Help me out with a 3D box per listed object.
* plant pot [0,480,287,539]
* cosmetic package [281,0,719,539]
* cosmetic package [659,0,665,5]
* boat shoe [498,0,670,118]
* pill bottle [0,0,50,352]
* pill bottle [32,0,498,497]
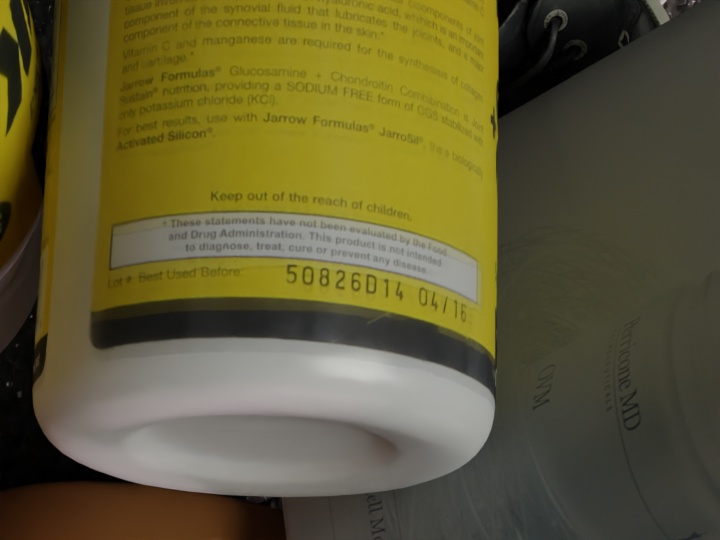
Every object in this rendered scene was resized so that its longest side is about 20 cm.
[{"bbox_3d":[-0.062,0.148,0.695,0.200,0.199,0.141,31,58,-42],"label":"plant pot"},{"bbox_3d":[0.091,0.052,0.639,0.123,0.199,0.200,43,27,-42],"label":"cosmetic package"},{"bbox_3d":[0.087,-0.140,0.831,0.081,0.113,0.200,49,61,-9],"label":"cosmetic package"},{"bbox_3d":[0.036,-0.083,0.708,0.200,0.074,0.066,64,32,-14],"label":"boat shoe"},{"bbox_3d":[-0.133,-0.048,0.583,0.115,0.114,0.200,-58,167,-22],"label":"pill bottle"},{"bbox_3d":[-0.021,-0.052,0.604,0.112,0.112,0.201,18,66,-44],"label":"pill bottle"}]
